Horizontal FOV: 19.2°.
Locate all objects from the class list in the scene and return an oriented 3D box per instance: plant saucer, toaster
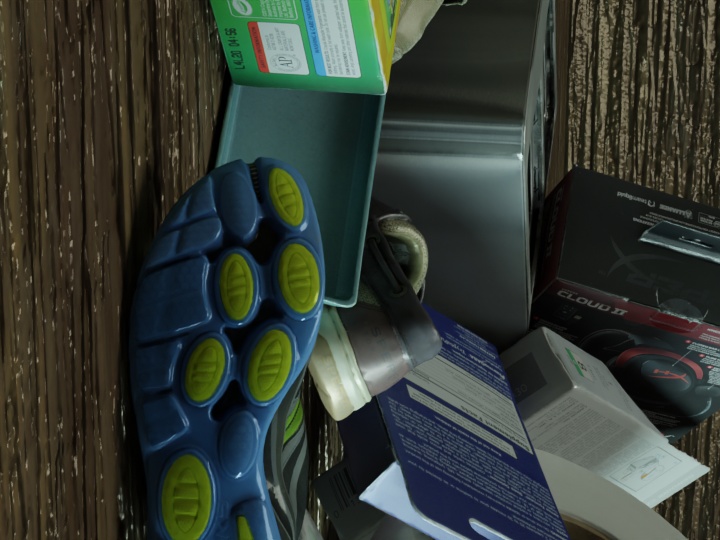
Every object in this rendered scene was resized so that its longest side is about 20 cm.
[{"bbox_3d":[-0.024,-0.077,0.924,0.019,0.070,0.200,127,-25,-58],"label":"plant saucer"},{"bbox_3d":[0.040,-0.079,1.147,0.200,0.118,0.181,84,12,-45],"label":"toaster"}]

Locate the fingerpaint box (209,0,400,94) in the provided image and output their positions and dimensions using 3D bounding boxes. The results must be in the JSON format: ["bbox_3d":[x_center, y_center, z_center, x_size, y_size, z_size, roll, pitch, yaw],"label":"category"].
[{"bbox_3d":[-0.022,-0.195,0.852,0.200,0.073,0.167,77,19,-61],"label":"fingerpaint box"}]

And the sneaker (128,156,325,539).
[{"bbox_3d":[-0.053,0.056,0.807,0.083,0.071,0.200,-116,-151,-80],"label":"sneaker"}]

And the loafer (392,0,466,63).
[{"bbox_3d":[0.026,-0.166,1.066,0.200,0.076,0.068,-49,128,-43],"label":"loafer"}]

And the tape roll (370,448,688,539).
[{"bbox_3d":[0.080,0.203,1.066,0.139,0.202,0.203,-59,-175,28],"label":"tape roll"}]

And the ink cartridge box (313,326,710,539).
[{"bbox_3d":[0.091,0.116,1.212,0.200,0.161,0.050,29,30,-56],"label":"ink cartridge box"}]

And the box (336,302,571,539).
[{"bbox_3d":[0.038,0.080,1.017,0.032,0.121,0.200,-47,-148,19],"label":"box"}]

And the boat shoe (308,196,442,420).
[{"bbox_3d":[0.000,0.000,0.974,0.200,0.065,0.072,-101,175,-66],"label":"boat shoe"}]

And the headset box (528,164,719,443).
[{"bbox_3d":[0.158,0.021,1.228,0.200,0.148,0.075,125,-21,-64],"label":"headset box"}]

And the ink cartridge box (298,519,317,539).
[{"bbox_3d":[-0.030,0.112,0.949,0.161,0.050,0.201,71,26,-69],"label":"ink cartridge box"}]
